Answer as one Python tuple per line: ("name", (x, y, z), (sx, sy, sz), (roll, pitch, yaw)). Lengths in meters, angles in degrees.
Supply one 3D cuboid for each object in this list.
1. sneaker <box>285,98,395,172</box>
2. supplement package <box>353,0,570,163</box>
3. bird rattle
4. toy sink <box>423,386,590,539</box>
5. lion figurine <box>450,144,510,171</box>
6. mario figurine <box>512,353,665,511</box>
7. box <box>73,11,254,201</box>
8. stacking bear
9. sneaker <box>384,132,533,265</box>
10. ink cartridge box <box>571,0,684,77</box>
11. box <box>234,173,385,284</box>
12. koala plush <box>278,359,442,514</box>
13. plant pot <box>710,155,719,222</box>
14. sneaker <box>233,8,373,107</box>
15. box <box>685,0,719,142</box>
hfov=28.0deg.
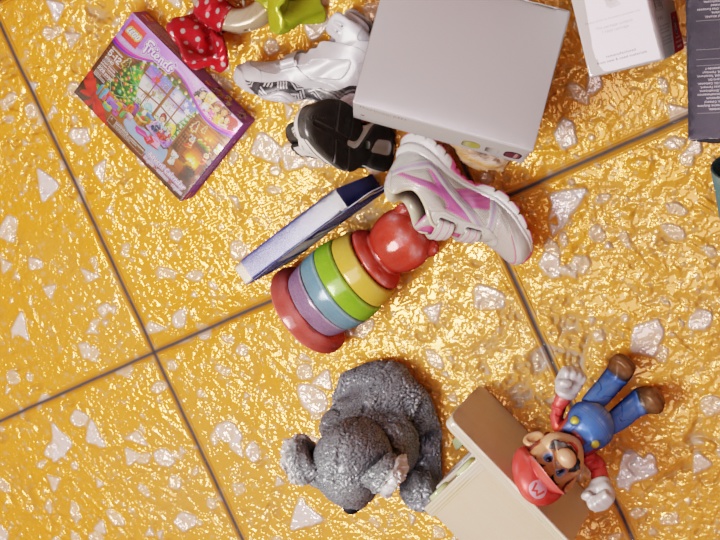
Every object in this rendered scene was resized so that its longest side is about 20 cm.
("sneaker", (-0.051, -0.150, 1.655), (0.115, 0.200, 0.076), (5, 86, 27))
("supplement package", (0.106, -0.220, 1.557), (0.199, 0.111, 0.157), (15, 87, 2))
("bird rattle", (-0.143, -0.327, 1.716), (0.199, 0.113, 0.164), (-15, 76, 26))
("toy sink", (0.158, 0.259, 1.706), (0.200, 0.130, 0.112), (46, 114, 5))
("lion figurine", (0.126, -0.216, 1.638), (0.122, 0.072, 0.201), (10, 101, 8))
("mario figurine", (0.255, 0.186, 1.618), (0.200, 0.106, 0.123), (-42, 51, -16))
("box", (-0.246, -0.205, 1.800), (0.200, 0.039, 0.137), (45, 113, 6))
("stacking bear", (0.000, 0.000, 1.721), (0.200, 0.114, 0.122), (-37, 88, 20))
("sneaker", (0.106, -0.064, 1.651), (0.200, 0.081, 0.088), (37, 70, 3))
("ink cartridge box", (0.269, -0.315, 1.518), (0.083, 0.145, 0.201), (-11, 98, 24))
("box", (-0.048, -0.059, 1.714), (0.200, 0.121, 0.032), (-35, 88, 24))
("koala plush", (-0.001, 0.214, 1.717), (0.177, 0.200, 0.185), (11, 106, 19))
("plant pot", (0.468, -0.038, 1.486), (0.200, 0.201, 0.162), (-2, 110, 21))
("sneaker", (-0.050, -0.252, 1.696), (0.199, 0.075, 0.115), (11, 106, 13))
("box", (0.390, -0.220, 1.450), (0.104, 0.200, 0.183), (-1, 93, 21))
